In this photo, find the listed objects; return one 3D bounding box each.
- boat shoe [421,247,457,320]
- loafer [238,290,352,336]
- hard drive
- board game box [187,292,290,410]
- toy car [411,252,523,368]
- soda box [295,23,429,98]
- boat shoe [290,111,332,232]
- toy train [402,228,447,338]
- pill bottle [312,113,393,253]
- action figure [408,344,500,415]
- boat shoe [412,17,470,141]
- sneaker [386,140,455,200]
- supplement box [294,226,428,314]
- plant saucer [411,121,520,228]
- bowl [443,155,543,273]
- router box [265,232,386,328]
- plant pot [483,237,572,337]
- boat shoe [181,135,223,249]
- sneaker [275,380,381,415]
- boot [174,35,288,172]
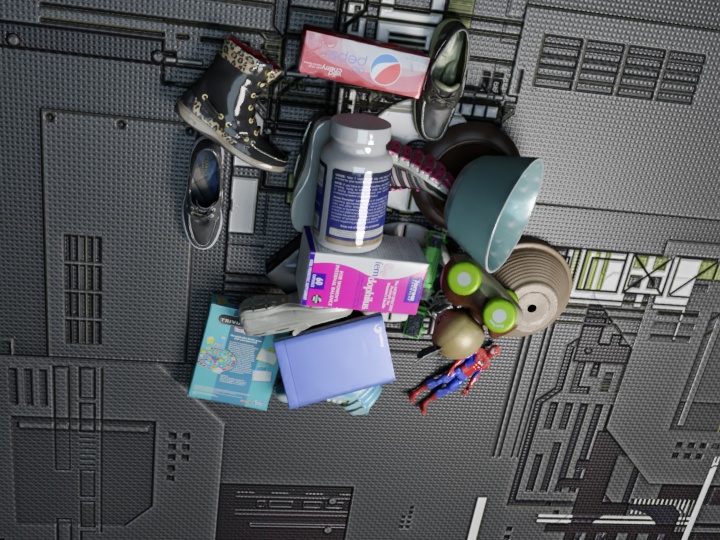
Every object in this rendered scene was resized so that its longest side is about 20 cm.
[{"bbox_3d":[0.142,0.050,1.458,0.074,0.068,0.200,-22,117,2],"label":"boat shoe"},{"bbox_3d":[-0.109,0.075,1.381,0.200,0.070,0.070,-5,124,5],"label":"loafer"},{"bbox_3d":[-0.046,0.162,1.441,0.200,0.025,0.132,-14,106,-9],"label":"hard drive"},{"bbox_3d":[-0.221,0.151,1.469,0.151,0.047,0.200,13,113,-14],"label":"board game box"},{"bbox_3d":[0.158,0.085,1.353,0.200,0.164,0.158,-45,85,13],"label":"toy car"},{"bbox_3d":[0.002,-0.329,1.257,0.200,0.063,0.070,9,114,-13],"label":"soda box"},{"bbox_3d":[-0.074,-0.162,1.327,0.071,0.064,0.200,7,114,-25],"label":"boat shoe"},{"bbox_3d":[0.111,0.024,1.395,0.042,0.056,0.200,14,96,6],"label":"toy train"},{"bbox_3d":[-0.011,-0.138,1.258,0.116,0.116,0.200,3,117,-10],"label":"pill bottle"},{"bbox_3d":[0.189,0.207,1.556,0.200,0.052,0.065,-39,111,8],"label":"action figure"},{"bbox_3d":[0.131,-0.300,1.286,0.072,0.066,0.201,8,113,-10],"label":"boat shoe"},{"bbox_3d":[0.063,-0.159,1.334,0.200,0.074,0.088,25,122,-1],"label":"sneaker"},{"bbox_3d":[0.000,0.000,1.336,0.200,0.103,0.101,4,117,-14],"label":"supplement box"},{"bbox_3d":[0.188,-0.156,1.386,0.200,0.032,0.200,-3,116,-6],"label":"plant saucer"},{"bbox_3d":[0.209,-0.107,1.307,0.105,0.201,0.201,26,115,22],"label":"bowl"},{"bbox_3d":[-0.042,-0.012,1.411,0.200,0.052,0.157,-38,115,10],"label":"router box"},{"bbox_3d":[0.301,0.048,1.467,0.200,0.093,0.201,-4,116,-7],"label":"plant pot"},{"bbox_3d":[-0.256,-0.120,1.320,0.070,0.066,0.200,8,114,-12],"label":"boat shoe"},{"bbox_3d":[-0.051,0.236,1.517,0.200,0.080,0.131,-21,116,3],"label":"sneaker"},{"bbox_3d":[-0.173,-0.259,1.264,0.200,0.073,0.151,32,108,-15],"label":"boot"}]
